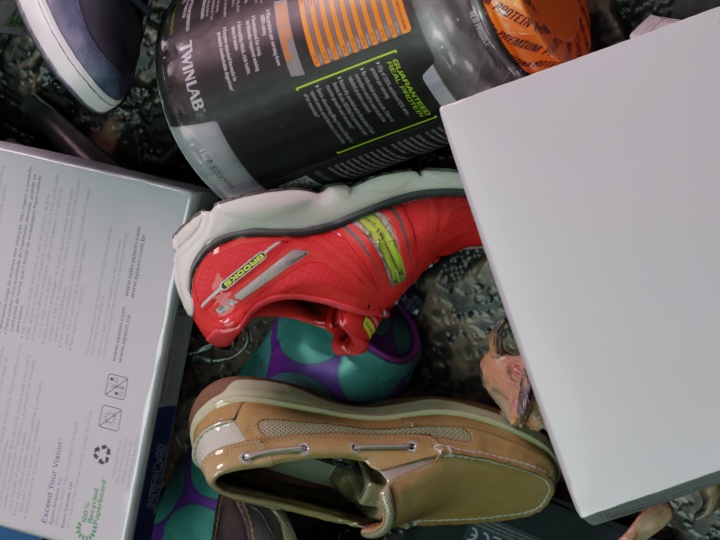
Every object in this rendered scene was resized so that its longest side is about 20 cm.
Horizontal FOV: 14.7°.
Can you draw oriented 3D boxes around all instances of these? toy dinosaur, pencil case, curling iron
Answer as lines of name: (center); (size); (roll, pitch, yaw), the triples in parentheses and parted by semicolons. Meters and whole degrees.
toy dinosaur: (0.154, 0.060, 1.377); (0.200, 0.086, 0.136); (-26, 91, 20)
pencil case: (-0.045, 0.087, 1.513); (0.200, 0.085, 0.092); (-57, 47, 27)
curling iron: (-0.127, -0.026, 1.505); (0.050, 0.026, 0.200); (-40, 68, 4)

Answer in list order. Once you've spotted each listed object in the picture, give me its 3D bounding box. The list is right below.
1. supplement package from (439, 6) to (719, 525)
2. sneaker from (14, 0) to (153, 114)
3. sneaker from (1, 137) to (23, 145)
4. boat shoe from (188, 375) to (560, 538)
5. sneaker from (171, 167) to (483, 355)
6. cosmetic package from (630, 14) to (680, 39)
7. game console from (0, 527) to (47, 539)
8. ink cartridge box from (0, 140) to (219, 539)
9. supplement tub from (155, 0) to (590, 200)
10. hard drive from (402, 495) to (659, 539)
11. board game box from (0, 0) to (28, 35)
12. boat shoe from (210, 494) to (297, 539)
supplement package: (0.143, -0.001, 1.293); (0.155, 0.111, 0.200); (-19, 81, 4)
sneaker: (-0.100, -0.184, 1.399); (0.146, 0.203, 0.077); (-26, 139, 22)
sneaker: (-0.276, -0.064, 1.550); (0.200, 0.088, 0.081); (26, 116, 13)
boat shoe: (0.010, 0.109, 1.432); (0.199, 0.076, 0.072); (6, 124, -13)
sneaker: (0.000, 0.000, 1.423); (0.077, 0.200, 0.085); (144, 114, -66)
cosmetic package: (0.169, -0.022, 1.414); (0.082, 0.051, 0.201); (11, 111, 18)
game console: (-0.227, 0.097, 1.523); (0.200, 0.173, 0.119); (6, 146, 22)
ink cartridge box: (-0.188, 0.034, 1.476); (0.200, 0.041, 0.200); (13, 94, 18)
supplement tub: (0.007, -0.114, 1.406); (0.200, 0.123, 0.123); (-18, 100, 25)
hard drive: (0.067, 0.214, 1.478); (0.139, 0.033, 0.200); (22, 76, 13)
board game box: (-0.225, -0.174, 1.432); (0.126, 0.200, 0.035); (40, 98, 5)
boat shoe: (-0.073, 0.211, 1.457); (0.073, 0.074, 0.201); (0, 95, -25)
